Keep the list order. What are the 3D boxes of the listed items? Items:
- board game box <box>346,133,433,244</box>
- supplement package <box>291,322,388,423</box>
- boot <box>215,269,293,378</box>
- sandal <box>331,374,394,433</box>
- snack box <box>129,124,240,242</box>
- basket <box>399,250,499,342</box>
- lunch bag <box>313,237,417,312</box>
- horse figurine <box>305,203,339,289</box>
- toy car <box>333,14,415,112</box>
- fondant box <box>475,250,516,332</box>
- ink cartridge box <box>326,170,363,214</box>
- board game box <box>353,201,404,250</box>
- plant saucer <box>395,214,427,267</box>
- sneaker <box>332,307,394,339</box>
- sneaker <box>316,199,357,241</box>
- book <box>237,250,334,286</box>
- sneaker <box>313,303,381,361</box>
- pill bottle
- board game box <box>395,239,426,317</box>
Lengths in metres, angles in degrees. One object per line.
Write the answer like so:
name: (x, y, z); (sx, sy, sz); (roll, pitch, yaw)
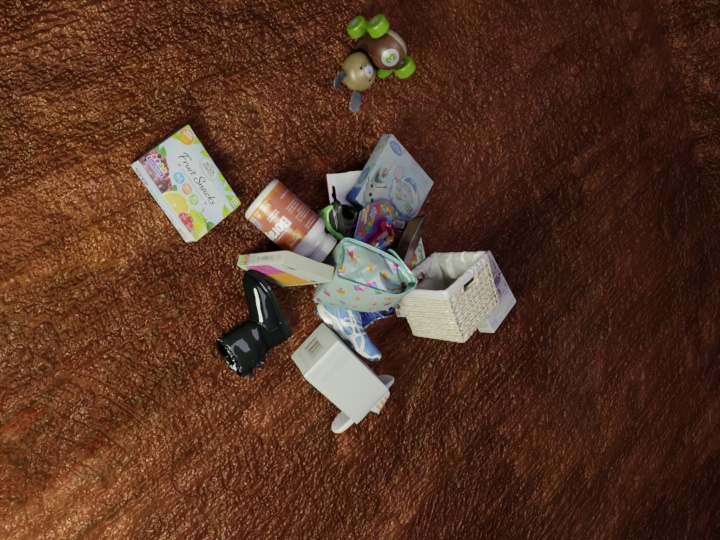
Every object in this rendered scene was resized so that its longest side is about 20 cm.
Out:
board game box: (0.081, -0.205, 1.700); (0.200, 0.043, 0.201); (42, 70, -37)
supplement package: (-0.049, 0.244, 1.581); (0.117, 0.117, 0.200); (-46, 117, -4)
boot: (-0.251, 0.122, 1.475); (0.162, 0.073, 0.200); (-38, 112, -30)
sandal: (0.011, 0.346, 1.677); (0.206, 0.079, 0.060); (-42, 114, -23)
snack box: (-0.365, -0.182, 1.403); (0.142, 0.053, 0.201); (-46, 116, -32)
basket: (0.231, 0.065, 1.738); (0.198, 0.199, 0.163); (-38, 114, -34)
lunch bag: (0.014, 0.025, 1.519); (0.197, 0.170, 0.124); (16, 63, -16)
horse figurine: (-0.113, -0.058, 1.604); (0.133, 0.049, 0.202); (-47, 118, -37)
toy car: (0.013, -0.507, 1.671); (0.201, 0.157, 0.164); (-55, 131, -13)
fondant box: (0.371, 0.063, 1.984); (0.144, 0.058, 0.201); (-45, 116, -31)
ink cartridge box: (-0.013, -0.197, 1.689); (0.198, 0.050, 0.111); (-11, 97, -38)
board game box: (0.050, -0.067, 1.631); (0.157, 0.039, 0.203); (13, 91, -47)
plant saucer: (0.115, -0.053, 1.677); (0.034, 0.201, 0.202); (24, 67, 9)
sneaker: (0.016, 0.103, 1.659); (0.200, 0.114, 0.081); (-50, 116, -28)
sneaker: (-0.029, -0.110, 1.610); (0.084, 0.077, 0.200); (-43, 153, 8)
book: (-0.169, -0.006, 1.461); (0.132, 0.199, 0.049); (21, 76, -36)
sneaker: (-0.018, 0.137, 1.584); (0.200, 0.076, 0.077); (45, 86, -3)
pill bottle: (-0.153, -0.101, 1.499); (0.199, 0.112, 0.113); (41, 63, -8)
board game box: (0.131, 0.011, 1.806); (0.125, 0.034, 0.203); (-21, 101, -38)
